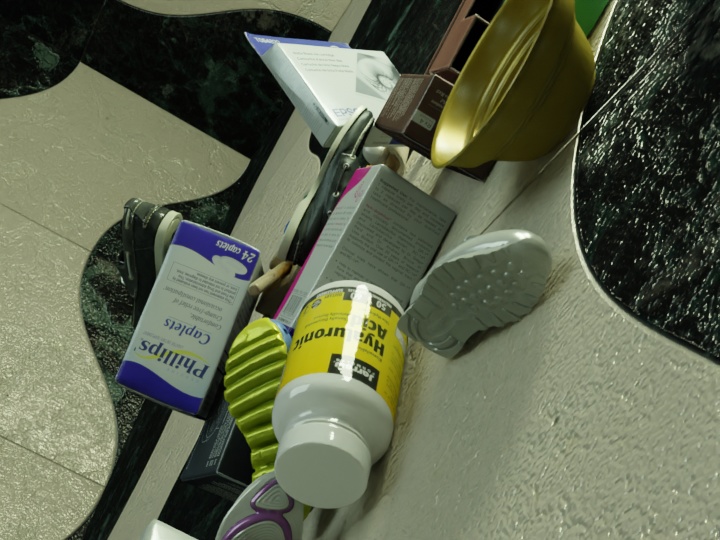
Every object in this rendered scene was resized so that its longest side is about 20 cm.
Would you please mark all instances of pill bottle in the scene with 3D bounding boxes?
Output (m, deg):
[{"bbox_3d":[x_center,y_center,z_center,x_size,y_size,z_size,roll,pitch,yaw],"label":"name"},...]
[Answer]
[{"bbox_3d":[-0.019,0.111,1.022,0.112,0.110,0.201,-52,16,37],"label":"pill bottle"}]

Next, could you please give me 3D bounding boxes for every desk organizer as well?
[{"bbox_3d":[0.158,-0.296,1.280,0.202,0.071,0.077,-63,14,-2],"label":"desk organizer"}]

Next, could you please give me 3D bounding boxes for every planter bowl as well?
[{"bbox_3d":[0.147,-0.160,0.988,0.202,0.083,0.201,-57,14,22],"label":"planter bowl"}]

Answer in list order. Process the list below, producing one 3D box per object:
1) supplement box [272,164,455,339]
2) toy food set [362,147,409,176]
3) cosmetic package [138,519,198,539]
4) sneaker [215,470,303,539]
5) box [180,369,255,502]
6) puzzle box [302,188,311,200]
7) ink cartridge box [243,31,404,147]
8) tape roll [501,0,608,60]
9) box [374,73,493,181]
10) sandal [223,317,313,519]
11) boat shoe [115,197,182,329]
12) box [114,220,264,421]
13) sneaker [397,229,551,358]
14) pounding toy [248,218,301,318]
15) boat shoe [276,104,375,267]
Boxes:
[{"bbox_3d":[0.000,0.000,1.188,0.202,0.103,0.101,-62,14,-5],"label":"supplement box"},{"bbox_3d":[0.009,-0.139,1.583,0.201,0.060,0.144,-53,15,37],"label":"toy food set"},{"bbox_3d":[-0.149,0.350,0.902,0.167,0.166,0.201,-55,13,24],"label":"cosmetic package"},{"bbox_3d":[-0.099,0.265,1.037,0.100,0.074,0.202,-80,6,-72],"label":"sneaker"},{"bbox_3d":[-0.107,0.177,1.239,0.150,0.106,0.200,-69,14,-18],"label":"box"},{"bbox_3d":[-0.061,-0.024,1.561,0.133,0.025,0.203,159,123,-66],"label":"puzzle box"},{"bbox_3d":[-0.022,-0.237,1.411,0.198,0.201,0.041,-8,-36,-48],"label":"ink cartridge box"},{"bbox_3d":[0.191,-0.267,1.129,0.202,0.048,0.201,-58,13,21],"label":"tape roll"},{"bbox_3d":[0.084,-0.158,1.212,0.076,0.099,0.200,-60,12,6],"label":"box"},{"bbox_3d":[-0.077,0.147,1.107,0.079,0.087,0.203,-14,81,25],"label":"sandal"},{"bbox_3d":[-0.259,-0.004,1.353,0.201,0.067,0.072,106,-175,-45],"label":"boat shoe"},{"bbox_3d":[-0.196,0.066,1.341,0.184,0.104,0.202,105,-175,-80],"label":"box"},{"bbox_3d":[0.093,0.001,0.901,0.081,0.076,0.200,-57,10,-28],"label":"sneaker"},{"bbox_3d":[-0.059,-0.007,1.376,0.202,0.141,0.184,-67,13,-23],"label":"pounding toy"},{"bbox_3d":[-0.021,-0.089,1.267,0.201,0.065,0.075,-62,-5,-16],"label":"boat shoe"}]
